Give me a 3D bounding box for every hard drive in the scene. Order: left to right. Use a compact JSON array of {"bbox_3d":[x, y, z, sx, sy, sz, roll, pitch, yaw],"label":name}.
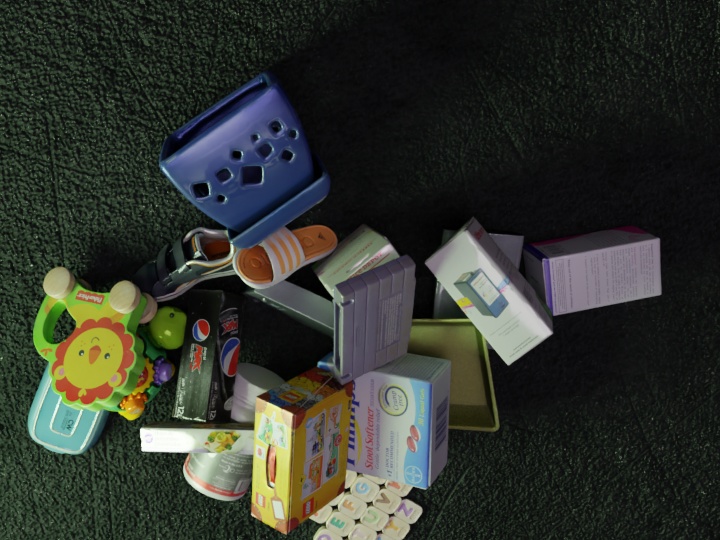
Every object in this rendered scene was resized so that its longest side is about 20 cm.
[{"bbox_3d":[-0.086,0.062,1.266,0.199,0.135,0.043,27,79,-16],"label":"hard drive"},{"bbox_3d":[0.191,0.032,1.345,0.138,0.033,0.202,4,105,-9],"label":"hard drive"}]

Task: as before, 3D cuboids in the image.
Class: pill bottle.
[{"bbox_3d":[-0.202,0.261,1.309,0.113,0.114,0.202,23,100,-13],"label":"pill bottle"}]

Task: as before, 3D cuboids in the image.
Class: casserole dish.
[{"bbox_3d":[-0.468,0.216,1.299,0.120,0.039,0.202,22,102,-13],"label":"casserole dish"}]

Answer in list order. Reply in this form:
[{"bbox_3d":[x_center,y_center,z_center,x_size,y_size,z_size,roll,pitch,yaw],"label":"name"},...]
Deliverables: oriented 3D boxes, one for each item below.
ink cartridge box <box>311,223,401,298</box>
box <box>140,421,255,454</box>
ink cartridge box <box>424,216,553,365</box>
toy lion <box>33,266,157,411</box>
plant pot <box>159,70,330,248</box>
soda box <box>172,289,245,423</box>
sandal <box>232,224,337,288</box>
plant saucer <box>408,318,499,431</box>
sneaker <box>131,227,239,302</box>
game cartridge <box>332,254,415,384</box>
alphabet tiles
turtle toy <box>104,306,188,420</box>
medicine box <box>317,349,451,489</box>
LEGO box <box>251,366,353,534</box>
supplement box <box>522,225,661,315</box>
[{"bbox_3d":[0.000,0.000,1.217,0.117,0.200,0.067,-39,105,-2],"label":"ink cartridge box"},{"bbox_3d":[-0.243,0.259,1.240,0.198,0.041,0.039,-2,94,15],"label":"box"},{"bbox_3d":[0.200,0.026,1.223,0.087,0.145,0.201,-38,90,17],"label":"ink cartridge box"},{"bbox_3d":[-0.402,0.106,1.182,0.198,0.069,0.193,11,71,21],"label":"toy lion"},{"bbox_3d":[-0.159,-0.156,1.165,0.199,0.200,0.180,-34,113,2],"label":"plant pot"},{"bbox_3d":[-0.234,0.133,1.247,0.070,0.063,0.202,2,81,29],"label":"soda box"},{"bbox_3d":[-0.107,-0.042,1.214,0.079,0.206,0.059,46,135,15],"label":"sandal"},{"bbox_3d":[0.129,0.163,1.326,0.198,0.048,0.202,-2,111,28],"label":"plant saucer"},{"bbox_3d":[-0.269,-0.016,1.229,0.198,0.080,0.079,-20,63,1],"label":"sneaker"},{"bbox_3d":[0.019,0.073,1.173,0.129,0.038,0.201,-26,142,-26],"label":"game cartridge"},{"bbox_3d":[0.006,0.433,1.437,0.195,0.015,0.201,33,99,-14],"label":"alphabet tiles"},{"bbox_3d":[-0.348,0.138,1.250,0.146,0.101,0.200,47,70,-25],"label":"turtle toy"},{"bbox_3d":[0.038,0.231,1.298,0.198,0.103,0.184,7,106,24],"label":"medicine box"},{"bbox_3d":[-0.089,0.271,1.224,0.077,0.148,0.202,16,111,32],"label":"LEGO box"},{"bbox_3d":[0.384,-0.002,1.327,0.198,0.101,0.104,-11,107,-5],"label":"supplement box"}]
